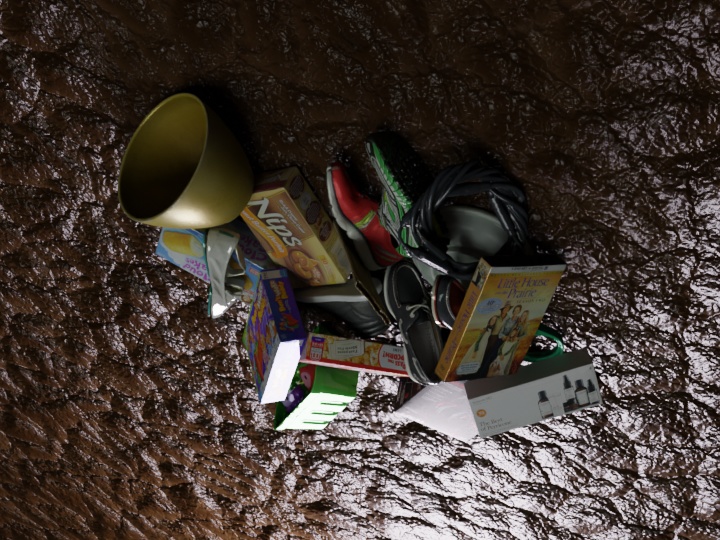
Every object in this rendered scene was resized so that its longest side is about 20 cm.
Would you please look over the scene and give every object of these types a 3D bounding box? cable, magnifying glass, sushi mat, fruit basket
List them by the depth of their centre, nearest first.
[{"bbox_3d":[0.153,-0.065,1.437,0.199,0.164,0.051,26,-169,-31],"label":"cable"},{"bbox_3d":[0.000,0.000,1.558,0.012,0.200,0.096,-34,120,7],"label":"sushi mat"},{"bbox_3d":[0.245,0.084,1.582,0.079,0.023,0.200,-20,139,26],"label":"magnifying glass"},{"bbox_3d":[-0.121,0.179,1.856,0.214,0.156,0.216,4,145,3],"label":"fruit basket"}]

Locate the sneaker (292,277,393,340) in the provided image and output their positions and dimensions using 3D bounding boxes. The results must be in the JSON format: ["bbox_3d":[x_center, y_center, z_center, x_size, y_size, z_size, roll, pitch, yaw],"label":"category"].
[{"bbox_3d":[-0.031,0.063,1.688,0.199,0.071,0.100,2,128,42],"label":"sneaker"}]

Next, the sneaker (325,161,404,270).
[{"bbox_3d":[0.013,-0.090,1.545,0.084,0.077,0.200,-19,128,19],"label":"sneaker"}]

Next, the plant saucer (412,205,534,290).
[{"bbox_3d":[0.160,-0.006,1.551,0.199,0.050,0.201,17,140,15],"label":"plant saucer"}]

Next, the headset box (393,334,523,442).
[{"bbox_3d":[0.167,0.192,1.722,0.148,0.075,0.200,24,142,-15],"label":"headset box"}]

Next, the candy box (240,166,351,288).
[{"bbox_3d":[-0.104,-0.064,1.638,0.115,0.055,0.201,-7,129,36],"label":"candy box"}]

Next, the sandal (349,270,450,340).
[{"bbox_3d":[0.062,0.067,1.692,0.200,0.043,0.076,35,141,-8],"label":"sandal"}]

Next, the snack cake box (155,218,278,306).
[{"bbox_3d":[-0.232,-0.033,1.738,0.199,0.067,0.115,29,140,-1],"label":"snack cake box"}]

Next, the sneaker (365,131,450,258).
[{"bbox_3d":[0.049,-0.099,1.470,0.085,0.078,0.201,-10,114,33],"label":"sneaker"}]

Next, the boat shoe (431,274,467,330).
[{"bbox_3d":[0.158,0.070,1.534,0.062,0.072,0.200,8,150,31],"label":"boat shoe"}]

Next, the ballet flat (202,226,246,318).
[{"bbox_3d":[-0.216,0.010,1.679,0.069,0.070,0.201,18,139,12],"label":"ballet flat"}]

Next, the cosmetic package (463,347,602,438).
[{"bbox_3d":[0.268,0.191,1.621,0.199,0.051,0.083,-18,116,6],"label":"cosmetic package"}]

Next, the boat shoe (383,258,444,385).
[{"bbox_3d":[0.087,0.080,1.610,0.060,0.073,0.202,-179,79,-70],"label":"boat shoe"}]

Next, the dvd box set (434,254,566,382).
[{"bbox_3d":[0.200,0.068,1.493,0.029,0.146,0.201,49,129,43],"label":"dvd box set"}]

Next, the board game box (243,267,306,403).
[{"bbox_3d":[-0.143,0.109,1.705,0.044,0.135,0.200,-6,147,-20],"label":"board game box"}]

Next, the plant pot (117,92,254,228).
[{"bbox_3d":[-0.242,-0.141,1.552,0.199,0.201,0.142,-13,152,39],"label":"plant pot"}]

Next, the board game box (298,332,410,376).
[{"bbox_3d":[-0.005,0.139,1.703,0.199,0.047,0.151,10,173,-12],"label":"board game box"}]
